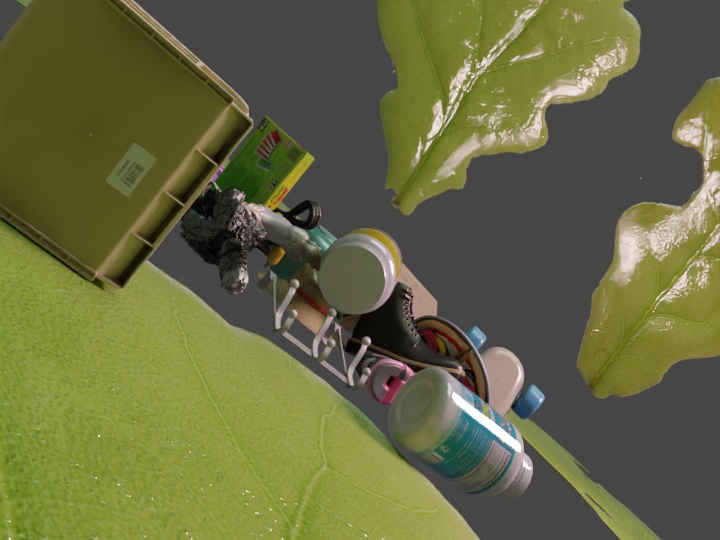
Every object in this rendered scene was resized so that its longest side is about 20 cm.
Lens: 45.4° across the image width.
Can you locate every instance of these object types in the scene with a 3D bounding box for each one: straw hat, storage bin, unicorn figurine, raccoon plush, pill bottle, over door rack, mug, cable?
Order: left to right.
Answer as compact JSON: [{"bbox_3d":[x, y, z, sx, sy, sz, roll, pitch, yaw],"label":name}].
[{"bbox_3d":[-0.226,-0.123,0.732,0.198,0.201,0.094,39,5,-22],"label":"storage bin"},{"bbox_3d":[-0.177,-0.016,1.183,0.134,0.095,0.202,57,19,-52],"label":"raccoon plush"},{"bbox_3d":[-0.141,-0.063,1.322,0.197,0.075,0.137,16,-5,11],"label":"unicorn figurine"},{"bbox_3d":[-0.116,-0.080,1.450,0.050,0.199,0.099,16,61,-34],"label":"cable"},{"bbox_3d":[-0.063,0.070,1.191,0.147,0.067,0.200,40,4,-21],"label":"over door rack"},{"bbox_3d":[-0.072,0.031,1.393,0.200,0.085,0.201,41,3,-3],"label":"straw hat"},{"bbox_3d":[-0.068,-0.001,1.577,0.184,0.115,0.152,39,4,-16],"label":"mug"},{"bbox_3d":[0.000,0.000,1.260,0.114,0.115,0.200,40,9,0],"label":"pill bottle"},{"bbox_3d":[0.136,0.221,1.117,0.199,0.111,0.111,39,4,-26],"label":"pill bottle"}]

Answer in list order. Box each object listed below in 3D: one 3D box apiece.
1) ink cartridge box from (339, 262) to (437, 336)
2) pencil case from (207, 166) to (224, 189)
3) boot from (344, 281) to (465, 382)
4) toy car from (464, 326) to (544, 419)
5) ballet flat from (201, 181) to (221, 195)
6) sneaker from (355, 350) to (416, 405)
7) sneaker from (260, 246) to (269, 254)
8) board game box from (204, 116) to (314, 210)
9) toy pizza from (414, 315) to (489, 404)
[{"bbox_3d":[0.055,0.074,1.529,0.200,0.074,0.167,47,38,-35],"label":"ink cartridge box"},{"bbox_3d":[-0.311,-0.201,1.676,0.084,0.086,0.200,40,5,-28],"label":"pencil case"},{"bbox_3d":[0.082,0.088,1.346,0.197,0.140,0.077,15,-11,21],"label":"boot"},{"bbox_3d":[0.210,0.242,1.623,0.184,0.177,0.200,44,-24,6],"label":"toy car"},{"bbox_3d":[-0.266,-0.125,1.378,0.200,0.067,0.068,42,4,15],"label":"ballet flat"},{"bbox_3d":[0.066,0.177,1.289,0.200,0.080,0.095,40,-8,-35],"label":"sneaker"},{"bbox_3d":[-0.192,-0.084,1.626,0.115,0.076,0.200,45,4,14],"label":"sneaker"},{"bbox_3d":[-0.181,-0.146,1.456,0.101,0.201,0.048,41,4,16],"label":"board game box"},{"bbox_3d":[0.128,0.172,1.390,0.031,0.202,0.200,-21,50,-36],"label":"toy pizza"}]
